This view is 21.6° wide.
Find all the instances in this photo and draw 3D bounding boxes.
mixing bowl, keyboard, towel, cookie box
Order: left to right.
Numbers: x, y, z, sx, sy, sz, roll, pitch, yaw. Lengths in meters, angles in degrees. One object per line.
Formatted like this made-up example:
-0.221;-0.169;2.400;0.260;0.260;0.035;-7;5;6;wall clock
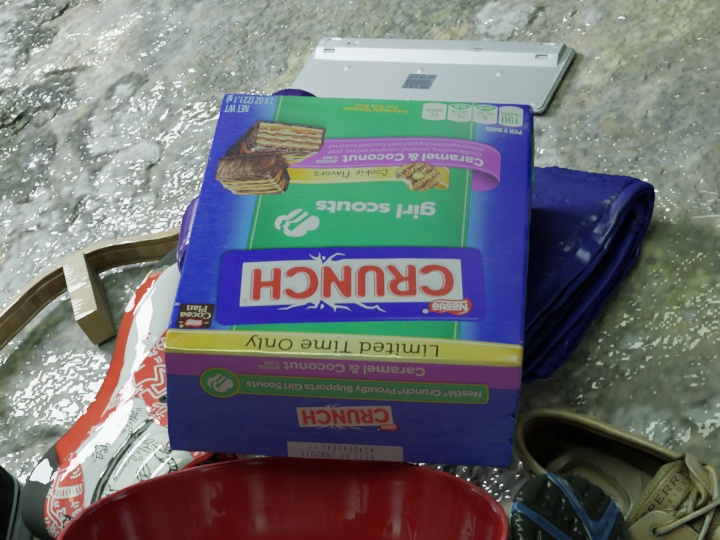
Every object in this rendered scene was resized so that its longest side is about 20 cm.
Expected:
-0.031;0.164;0.840;0.199;0.109;0.200;-3;14;1;mixing bowl
0.000;0.000;0.952;0.171;0.075;0.200;2;42;4;cookie box
0.042;-0.126;1.220;0.200;0.011;0.056;6;58;35;keyboard
0.054;-0.006;1.069;0.200;0.050;0.148;15;51;40;towel

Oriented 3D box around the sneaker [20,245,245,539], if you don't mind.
-0.097;0.076;1.060;0.108;0.067;0.202;10;59;36;sneaker

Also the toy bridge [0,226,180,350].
-0.172;0.016;1.192;0.200;0.027;0.067;-28;40;3;toy bridge

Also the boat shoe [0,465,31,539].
-0.232;0.183;1.029;0.072;0.071;0.200;-15;44;17;boat shoe

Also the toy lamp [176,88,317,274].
-0.062;-0.047;1.119;0.058;0.058;0.200;-11;24;22;toy lamp

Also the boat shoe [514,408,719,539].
0.147;0.121;0.868;0.200;0.065;0.071;21;62;43;boat shoe

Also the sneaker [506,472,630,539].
0.092;0.194;0.836;0.076;0.077;0.200;10;57;-16;sneaker
